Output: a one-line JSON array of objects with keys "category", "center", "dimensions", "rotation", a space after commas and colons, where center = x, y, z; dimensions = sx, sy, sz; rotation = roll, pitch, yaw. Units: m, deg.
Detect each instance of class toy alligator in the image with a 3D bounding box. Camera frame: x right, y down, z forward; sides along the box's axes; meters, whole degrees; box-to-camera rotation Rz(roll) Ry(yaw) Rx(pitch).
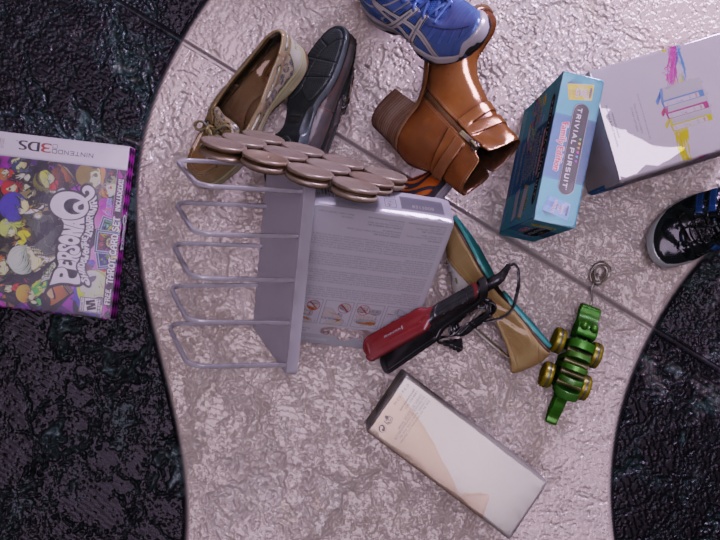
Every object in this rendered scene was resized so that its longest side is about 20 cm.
[{"category": "toy alligator", "center": [0.256, 0.083, 1.155], "dimensions": [0.058, 0.054, 0.204], "rotation": [20, 87, -1]}]

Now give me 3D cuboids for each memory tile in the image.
[{"category": "memory tile", "center": [-0.058, -0.110, 1.036], "dimensions": [0.196, 0.153, 0.017], "rotation": [19, 107, 14]}]

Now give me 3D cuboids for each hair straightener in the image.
[{"category": "hair straightener", "center": [0.100, 0.056, 1.124], "dimensions": [0.198, 0.077, 0.041], "rotation": [-35, 44, 14]}]

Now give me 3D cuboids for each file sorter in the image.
[{"category": "file sorter", "center": [-0.134, -0.009, 1.061], "dimensions": [0.122, 0.139, 0.204], "rotation": [0, 107, -21]}]

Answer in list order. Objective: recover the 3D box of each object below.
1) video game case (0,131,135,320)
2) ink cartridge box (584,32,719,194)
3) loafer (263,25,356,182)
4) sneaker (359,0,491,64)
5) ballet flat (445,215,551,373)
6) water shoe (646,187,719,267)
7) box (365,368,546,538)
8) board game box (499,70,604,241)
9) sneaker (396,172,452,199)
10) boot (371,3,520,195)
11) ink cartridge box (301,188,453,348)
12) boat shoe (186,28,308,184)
[{"category": "video game case", "center": [-0.361, -0.053, 1.149], "dimensions": [0.177, 0.036, 0.205], "rotation": [7, 88, 0]}, {"category": "ink cartridge box", "center": [0.352, -0.180, 1.132], "dimensions": [0.196, 0.129, 0.128], "rotation": [-17, 88, -3]}, {"category": "loafer", "center": [-0.049, -0.182, 1.159], "dimensions": [0.062, 0.071, 0.203], "rotation": [25, 88, -42]}, {"category": "sneaker", "center": [0.059, -0.290, 1.102], "dimensions": [0.198, 0.077, 0.076], "rotation": [30, 85, 38]}, {"category": "ballet flat", "center": [0.142, 0.032, 1.150], "dimensions": [0.063, 0.069, 0.201], "rotation": [-36, 88, 12]}, {"category": "water shoe", "center": [0.426, -0.068, 1.154], "dimensions": [0.197, 0.079, 0.073], "rotation": [-27, 89, -3]}, {"category": "box", "center": [0.106, 0.205, 1.128], "dimensions": [0.199, 0.095, 0.078], "rotation": [37, 88, 1]}, {"category": "board game box", "center": [0.205, -0.116, 1.088], "dimensions": [0.046, 0.200, 0.154], "rotation": [12, 88, -2]}, {"category": "sneaker", "center": [0.014, -0.083, 1.142], "dimensions": [0.199, 0.078, 0.113], "rotation": [-39, 91, -3]}, {"category": "boot", "center": [0.123, -0.192, 1.115], "dimensions": [0.200, 0.077, 0.155], "rotation": [-45, 59, -7]}, {"category": "ink cartridge box", "center": [0.000, 0.000, 1.106], "dimensions": [0.157, 0.048, 0.202], "rotation": [7, 131, -15]}, {"category": "boat shoe", "center": [-0.140, -0.187, 1.135], "dimensions": [0.073, 0.063, 0.202], "rotation": [35, 92, 21]}]
